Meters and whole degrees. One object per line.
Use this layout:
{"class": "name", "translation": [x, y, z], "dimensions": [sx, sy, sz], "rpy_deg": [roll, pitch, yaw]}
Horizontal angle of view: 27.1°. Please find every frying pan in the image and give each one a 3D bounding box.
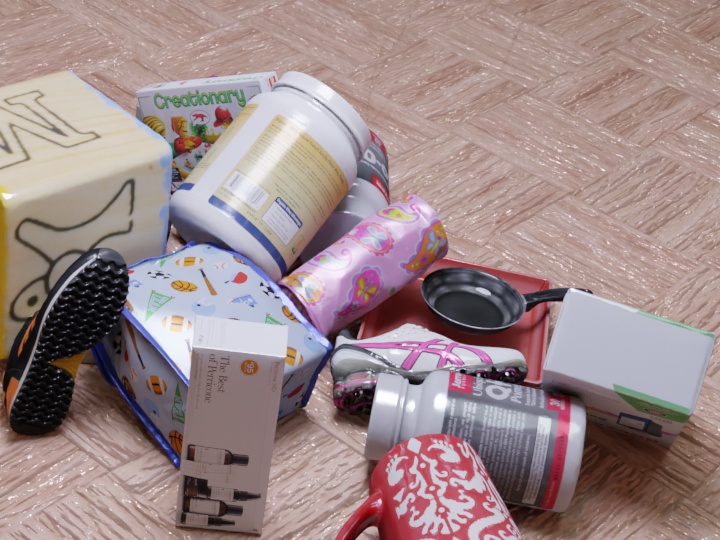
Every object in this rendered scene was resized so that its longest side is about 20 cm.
{"class": "frying pan", "translation": [0.148, 0.026, 1.624], "dimensions": [0.189, 0.031, 0.115], "rpy_deg": [-14, 41, -37]}

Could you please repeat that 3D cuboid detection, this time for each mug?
{"class": "mug", "translation": [0.064, 0.231, 1.263], "dimensions": [0.177, 0.134, 0.201], "rpy_deg": [30, 20, -27]}

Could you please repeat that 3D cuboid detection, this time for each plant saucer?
{"class": "plant saucer", "translation": [0.104, 0.057, 1.629], "dimensions": [0.198, 0.037, 0.201], "rpy_deg": [12, 35, 3]}

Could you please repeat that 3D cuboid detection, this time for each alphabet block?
{"class": "alphabet block", "translation": [-0.328, -0.061, 1.509], "dimensions": [0.199, 0.197, 0.196], "rpy_deg": [-22, 43, -40]}

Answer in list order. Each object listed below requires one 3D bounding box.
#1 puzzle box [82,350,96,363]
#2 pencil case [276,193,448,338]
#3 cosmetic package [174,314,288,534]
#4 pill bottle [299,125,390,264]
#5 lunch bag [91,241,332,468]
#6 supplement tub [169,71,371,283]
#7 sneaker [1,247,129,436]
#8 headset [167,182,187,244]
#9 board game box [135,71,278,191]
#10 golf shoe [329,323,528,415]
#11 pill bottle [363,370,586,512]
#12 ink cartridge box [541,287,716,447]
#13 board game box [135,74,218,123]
{"class": "puzzle box", "translation": [-0.296, 0.045, 1.554], "dimensions": [0.198, 0.026, 0.134], "rpy_deg": [4, 35, -9]}
{"class": "pencil case", "translation": [0.000, 0.000, 1.582], "dimensions": [0.199, 0.088, 0.087], "rpy_deg": [-36, 51, -22]}
{"class": "cosmetic package", "translation": [-0.114, 0.138, 1.304], "dimensions": [0.082, 0.202, 0.051], "rpy_deg": [5, 33, -6]}
{"class": "pill bottle", "translation": [-0.021, -0.080, 1.728], "dimensions": [0.113, 0.115, 0.201], "rpy_deg": [6, 34, -5]}
{"class": "lunch bag", "translation": [-0.159, 0.068, 1.456], "dimensions": [0.169, 0.124, 0.200], "rpy_deg": [-24, 62, -41]}
{"class": "supplement tub", "translation": [-0.093, -0.096, 1.582], "dimensions": [0.144, 0.145, 0.201], "rpy_deg": [29, 72, 27]}
{"class": "sneaker", "translation": [-0.287, 0.052, 1.399], "dimensions": [0.070, 0.201, 0.090], "rpy_deg": [15, 22, -38]}
{"class": "headset", "translation": [-0.211, -0.049, 1.696], "dimensions": [0.122, 0.094, 0.201], "rpy_deg": [-5, 52, -28]}
{"class": "board game box", "translation": [-0.164, -0.158, 1.729], "dimensions": [0.199, 0.127, 0.035], "rpy_deg": [0, 23, 38]}
{"class": "golf shoe", "translation": [0.068, 0.088, 1.499], "dimensions": [0.198, 0.073, 0.093], "rpy_deg": [-3, 57, -3]}
{"class": "pill bottle", "translation": [0.107, 0.156, 1.414], "dimensions": [0.198, 0.112, 0.111], "rpy_deg": [11, 33, 1]}
{"class": "ink cartridge box", "translation": [0.255, 0.099, 1.459], "dimensions": [0.144, 0.200, 0.088], "rpy_deg": [17, 79, 9]}
{"class": "board game box", "translation": [-0.160, -0.161, 1.859], "dimensions": [0.199, 0.065, 0.147], "rpy_deg": [31, 39, 27]}
